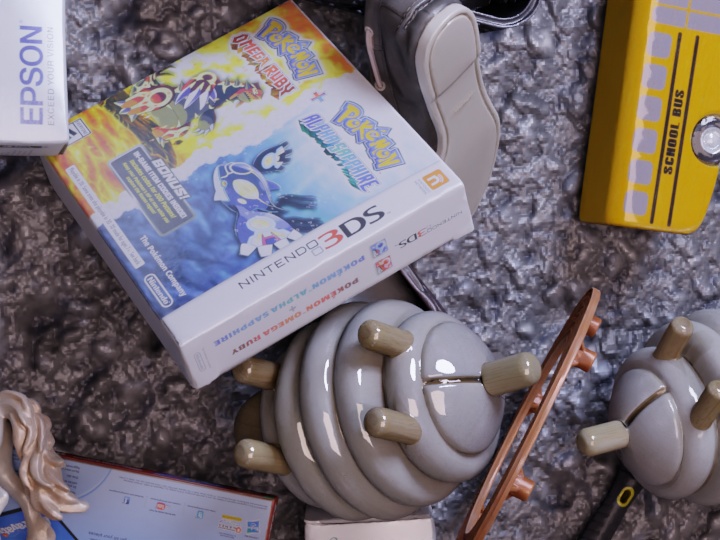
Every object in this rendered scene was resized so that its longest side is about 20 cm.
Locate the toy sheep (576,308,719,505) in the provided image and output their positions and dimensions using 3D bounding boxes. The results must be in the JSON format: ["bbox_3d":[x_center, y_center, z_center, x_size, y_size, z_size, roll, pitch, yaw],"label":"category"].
[{"bbox_3d":[0.225,0.085,1.168,0.200,0.138,0.138,-6,95,-21],"label":"toy sheep"}]

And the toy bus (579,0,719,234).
[{"bbox_3d":[0.196,-0.125,1.182,0.078,0.065,0.200,7,92,-15],"label":"toy bus"}]

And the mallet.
[{"bbox_3d":[0.118,0.214,1.199,0.066,0.041,0.200,28,81,-14],"label":"mallet"}]

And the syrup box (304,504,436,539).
[{"bbox_3d":[0.011,0.240,1.134,0.079,0.081,0.200,-4,94,1],"label":"syrup box"}]

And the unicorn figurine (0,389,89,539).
[{"bbox_3d":[-0.266,0.123,1.058,0.200,0.074,0.137,-18,86,-9],"label":"unicorn figurine"}]

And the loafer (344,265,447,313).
[{"bbox_3d":[0.000,0.000,1.133,0.072,0.063,0.200,-47,104,-9],"label":"loafer"}]

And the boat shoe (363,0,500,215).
[{"bbox_3d":[0.041,-0.099,1.106,0.057,0.200,0.067,36,66,27],"label":"boat shoe"}]

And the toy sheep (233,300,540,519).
[{"bbox_3d":[0.012,0.078,1.052,0.138,0.200,0.138,21,63,-51],"label":"toy sheep"}]

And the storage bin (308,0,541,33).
[{"bbox_3d":[0.012,-0.227,1.108,0.200,0.094,0.135,12,90,-17],"label":"storage bin"}]

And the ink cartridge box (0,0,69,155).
[{"bbox_3d":[-0.266,-0.164,1.036,0.200,0.041,0.200,-1,80,-16],"label":"ink cartridge box"}]

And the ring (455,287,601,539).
[{"bbox_3d":[0.100,0.102,1.100,0.019,0.200,0.201,27,86,4],"label":"ring"}]

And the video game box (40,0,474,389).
[{"bbox_3d":[-0.064,-0.050,1.053,0.182,0.200,0.047,-29,141,-14],"label":"video game box"}]

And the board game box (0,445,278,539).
[{"bbox_3d":[-0.156,0.164,1.086,0.200,0.019,0.103,11,89,5],"label":"board game box"}]
